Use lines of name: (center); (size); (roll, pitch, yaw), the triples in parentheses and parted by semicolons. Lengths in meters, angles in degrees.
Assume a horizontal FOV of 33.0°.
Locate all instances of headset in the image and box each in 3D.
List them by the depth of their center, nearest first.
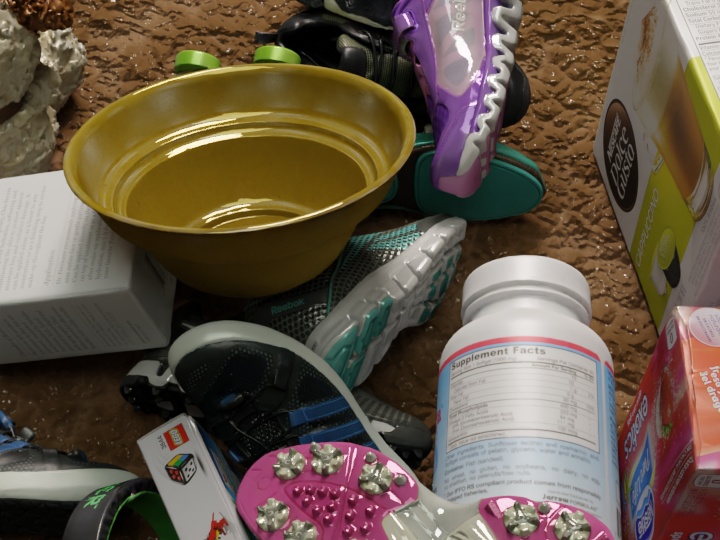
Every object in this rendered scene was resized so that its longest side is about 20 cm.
headset: (-0.095, 0.209, 0.646); (0.094, 0.123, 0.201); (-15, 86, 19)

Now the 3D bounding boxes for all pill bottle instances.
pill bottle: (0.099, 0.096, 0.727); (0.108, 0.109, 0.201); (5, 56, 2)

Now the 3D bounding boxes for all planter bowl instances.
planter bowl: (-0.066, -0.042, 0.712); (0.199, 0.084, 0.201); (-3, 35, 2)

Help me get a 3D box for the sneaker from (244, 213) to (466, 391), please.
sneaker: (0.000, 0.000, 0.776); (0.091, 0.078, 0.200); (28, 30, 18)

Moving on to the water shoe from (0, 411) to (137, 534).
water shoe: (-0.227, 0.109, 0.721); (0.199, 0.072, 0.079); (1, 61, 0)

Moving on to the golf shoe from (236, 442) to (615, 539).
golf shoe: (0.031, 0.146, 0.607); (0.199, 0.092, 0.075); (14, 57, 23)

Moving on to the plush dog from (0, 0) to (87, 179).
plush dog: (-0.269, -0.120, 0.822); (0.199, 0.172, 0.161); (-24, 61, -17)

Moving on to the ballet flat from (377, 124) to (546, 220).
ballet flat: (0.032, -0.077, 0.868); (0.199, 0.068, 0.071); (-1, 43, -4)

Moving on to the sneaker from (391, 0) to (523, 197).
sneaker: (0.060, -0.144, 0.813); (0.088, 0.081, 0.201); (10, 69, 2)

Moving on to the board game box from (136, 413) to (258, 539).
board game box: (-0.050, 0.185, 0.653); (0.035, 0.126, 0.200); (-29, 60, -3)

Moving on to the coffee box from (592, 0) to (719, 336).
coffee box: (0.285, -0.083, 0.795); (0.199, 0.200, 0.198); (-8, 56, -6)

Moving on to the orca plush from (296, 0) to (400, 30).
orca plush: (0.000, -0.242, 0.921); (0.105, 0.071, 0.200); (7, 24, -5)

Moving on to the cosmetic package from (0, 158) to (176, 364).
cosmetic package: (-0.220, 0.000, 0.776); (0.199, 0.071, 0.102); (-6, 55, 12)

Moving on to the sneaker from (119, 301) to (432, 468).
sneaker: (-0.046, 0.066, 0.769); (0.199, 0.067, 0.091); (13, 60, 10)

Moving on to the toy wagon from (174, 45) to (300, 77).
toy wagon: (-0.076, -0.073, 0.822); (0.199, 0.040, 0.156); (2, 77, 30)

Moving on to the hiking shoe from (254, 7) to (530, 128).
hiking shoe: (0.022, -0.140, 0.885); (0.199, 0.076, 0.101); (20, 30, 22)

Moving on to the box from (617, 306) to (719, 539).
box: (0.202, 0.112, 0.664); (0.099, 0.200, 0.096); (2, 55, 0)

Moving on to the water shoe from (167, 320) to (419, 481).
water shoe: (-0.027, 0.107, 0.675); (0.071, 0.200, 0.079); (-36, 25, 24)
